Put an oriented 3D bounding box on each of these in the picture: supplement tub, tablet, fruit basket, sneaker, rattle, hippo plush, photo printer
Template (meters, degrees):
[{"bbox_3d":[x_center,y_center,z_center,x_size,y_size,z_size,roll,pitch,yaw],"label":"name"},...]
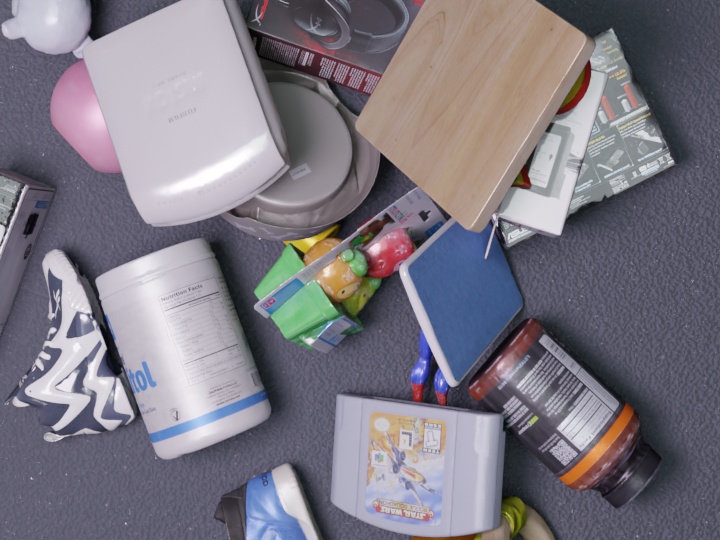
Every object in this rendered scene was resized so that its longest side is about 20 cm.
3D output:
[{"bbox_3d":[-0.183,0.081,1.457,0.131,0.132,0.202,-21,88,5],"label":"supplement tub"},{"bbox_3d":[0.103,0.018,1.398,0.014,0.200,0.131,-17,104,33],"label":"tablet"},{"bbox_3d":[0.000,0.000,1.414,0.199,0.185,0.094,-31,75,5],"label":"fruit basket"},{"bbox_3d":[-0.331,0.089,1.494,0.128,0.079,0.201,-22,99,-4],"label":"sneaker"},{"bbox_3d":[0.160,0.343,1.464,0.142,0.131,0.200,-34,115,15],"label":"rattle"},{"bbox_3d":[-0.086,0.317,1.477,0.110,0.077,0.202,-23,85,-1],"label":"sneaker"},{"bbox_3d":[0.212,0.151,1.437,0.200,0.107,0.107,43,94,2],"label":"supplement tub"},{"bbox_3d":[-0.288,-0.304,1.457,0.158,0.200,0.162,5,113,-25],"label":"hippo plush"},{"bbox_3d":[-0.165,-0.151,1.353,0.165,0.069,0.202,-21,80,9],"label":"photo printer"}]

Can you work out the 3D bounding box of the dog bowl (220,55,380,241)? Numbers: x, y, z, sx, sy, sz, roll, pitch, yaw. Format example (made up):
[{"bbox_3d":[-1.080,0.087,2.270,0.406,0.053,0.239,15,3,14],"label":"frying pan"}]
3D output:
[{"bbox_3d":[-0.081,-0.121,1.442,0.198,0.059,0.202,5,66,-11],"label":"dog bowl"}]

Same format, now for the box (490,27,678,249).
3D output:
[{"bbox_3d":[0.206,-0.135,1.461,0.198,0.050,0.159,-27,88,5],"label":"box"}]

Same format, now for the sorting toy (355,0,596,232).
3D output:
[{"bbox_3d":[0.117,-0.165,1.320,0.199,0.069,0.201,45,110,41],"label":"sorting toy"}]

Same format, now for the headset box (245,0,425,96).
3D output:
[{"bbox_3d":[-0.007,-0.271,1.437,0.198,0.077,0.150,19,78,-4],"label":"headset box"}]

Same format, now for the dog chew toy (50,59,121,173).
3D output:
[{"bbox_3d":[-0.227,-0.197,1.467,0.200,0.125,0.125,-44,87,-5],"label":"dog chew toy"}]

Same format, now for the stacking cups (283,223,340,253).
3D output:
[{"bbox_3d":[-0.112,-0.094,1.482,0.200,0.061,0.061,44,94,3],"label":"stacking cups"}]

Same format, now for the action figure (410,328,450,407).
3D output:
[{"bbox_3d":[0.079,0.061,1.443,0.065,0.051,0.202,20,122,42],"label":"action figure"}]

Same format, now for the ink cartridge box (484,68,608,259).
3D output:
[{"bbox_3d":[0.181,-0.098,1.379,0.067,0.116,0.202,17,92,6],"label":"ink cartridge box"}]

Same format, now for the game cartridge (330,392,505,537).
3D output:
[{"bbox_3d":[0.054,0.202,1.440,0.198,0.041,0.135,3,87,35],"label":"game cartridge"}]

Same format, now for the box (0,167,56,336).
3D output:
[{"bbox_3d":[-0.397,-0.006,1.483,0.060,0.117,0.202,22,91,2],"label":"box"}]
